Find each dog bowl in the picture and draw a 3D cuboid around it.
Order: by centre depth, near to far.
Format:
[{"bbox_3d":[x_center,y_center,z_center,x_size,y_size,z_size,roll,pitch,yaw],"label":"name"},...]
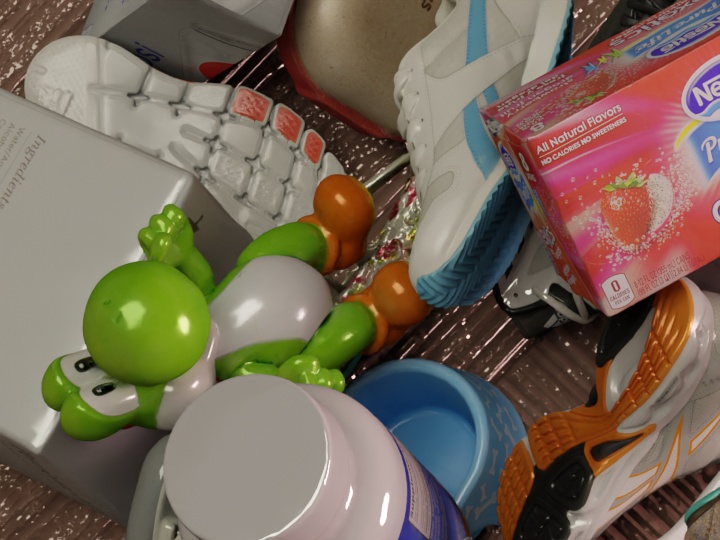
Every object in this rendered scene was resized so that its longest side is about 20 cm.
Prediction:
[{"bbox_3d":[0.006,0.134,1.471,0.111,0.050,0.201,27,80,26],"label":"dog bowl"}]

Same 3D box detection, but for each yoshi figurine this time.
[{"bbox_3d":[-0.062,0.019,1.386,0.199,0.113,0.112,-25,24,-30],"label":"yoshi figurine"}]

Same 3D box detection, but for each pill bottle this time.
[{"bbox_3d":[-0.022,0.120,1.346,0.111,0.200,0.113,-6,68,17],"label":"pill bottle"}]

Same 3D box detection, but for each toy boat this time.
[{"bbox_3d":[0.009,-0.174,1.566,0.130,0.130,0.201,4,68,51],"label":"toy boat"}]

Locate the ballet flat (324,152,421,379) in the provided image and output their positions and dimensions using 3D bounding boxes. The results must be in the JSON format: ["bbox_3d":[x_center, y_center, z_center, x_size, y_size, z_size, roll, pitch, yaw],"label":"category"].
[{"bbox_3d":[0.000,0.000,1.505,0.064,0.076,0.200,39,84,-4],"label":"ballet flat"}]

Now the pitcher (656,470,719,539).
[{"bbox_3d":[0.163,0.172,1.367,0.199,0.121,0.173,-14,63,3],"label":"pitcher"}]

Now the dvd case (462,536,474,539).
[{"bbox_3d":[0.009,0.226,1.377,0.025,0.150,0.200,40,86,23],"label":"dvd case"}]

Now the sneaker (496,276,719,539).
[{"bbox_3d":[0.144,0.090,1.407,0.200,0.091,0.076,-56,35,35],"label":"sneaker"}]

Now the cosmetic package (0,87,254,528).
[{"bbox_3d":[-0.177,0.014,1.515,0.199,0.167,0.167,24,78,26],"label":"cosmetic package"}]

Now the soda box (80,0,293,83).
[{"bbox_3d":[-0.092,-0.149,1.536,0.068,0.200,0.064,25,75,-17],"label":"soda box"}]

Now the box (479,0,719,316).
[{"bbox_3d":[0.171,-0.074,1.356,0.199,0.095,0.100,-28,106,-4],"label":"box"}]

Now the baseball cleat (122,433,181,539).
[{"bbox_3d":[-0.116,0.155,1.434,0.106,0.201,0.070,24,39,29],"label":"baseball cleat"}]

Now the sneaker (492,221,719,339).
[{"bbox_3d":[0.144,0.011,1.469,0.116,0.076,0.200,-50,56,7],"label":"sneaker"}]

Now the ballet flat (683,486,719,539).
[{"bbox_3d":[0.242,0.090,1.293,0.200,0.068,0.067,-39,60,15],"label":"ballet flat"}]

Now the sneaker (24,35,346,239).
[{"bbox_3d":[-0.091,-0.070,1.574,0.199,0.082,0.077,30,84,2],"label":"sneaker"}]

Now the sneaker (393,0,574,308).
[{"bbox_3d":[0.053,-0.066,1.448,0.080,0.077,0.201,12,55,12],"label":"sneaker"}]

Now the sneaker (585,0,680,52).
[{"bbox_3d":[0.148,-0.134,1.427,0.071,0.099,0.201,31,83,26],"label":"sneaker"}]
